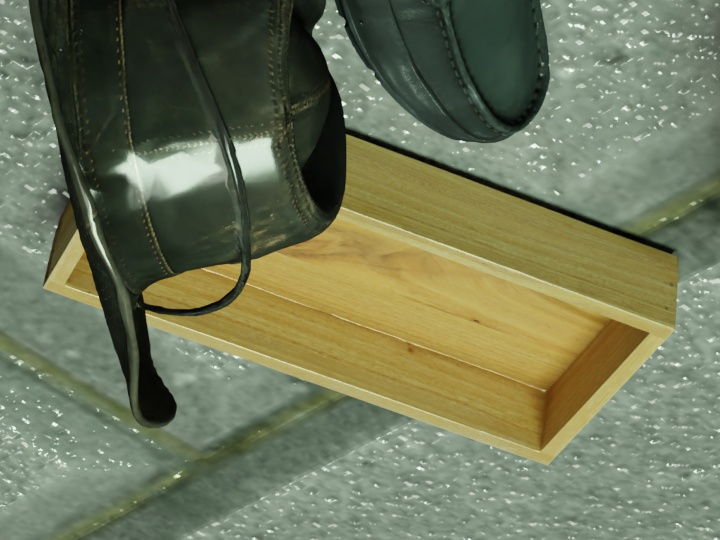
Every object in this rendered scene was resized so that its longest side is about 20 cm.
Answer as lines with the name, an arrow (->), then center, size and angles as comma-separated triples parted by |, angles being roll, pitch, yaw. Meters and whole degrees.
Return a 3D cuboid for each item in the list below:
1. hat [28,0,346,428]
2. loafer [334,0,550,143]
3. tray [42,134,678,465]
hat -> -0.045, -0.054, 0.800 | 0.080, 0.201, 0.201 | -13, 141, 0
loafer -> 0.025, -0.110, 0.793 | 0.070, 0.068, 0.201 | 7, 142, 27
tray -> 0.000, 0.000, 0.971 | 0.199, 0.037, 0.099 | 21, 141, -14
